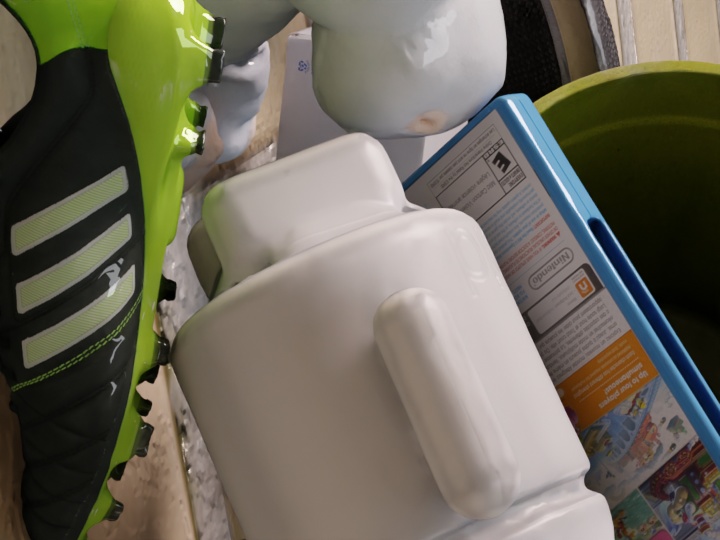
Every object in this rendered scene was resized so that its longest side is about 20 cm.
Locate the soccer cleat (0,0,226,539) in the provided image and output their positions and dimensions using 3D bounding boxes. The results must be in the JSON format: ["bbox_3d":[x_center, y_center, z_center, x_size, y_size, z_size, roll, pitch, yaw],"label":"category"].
[{"bbox_3d":[-0.097,-0.004,0.652,0.068,0.081,0.200,-99,-160,-69],"label":"soccer cleat"}]

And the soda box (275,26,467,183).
[{"bbox_3d":[0.000,0.000,0.850,0.068,0.064,0.200,-36,135,-67],"label":"soda box"}]

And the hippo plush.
[{"bbox_3d":[-0.025,-0.123,0.718,0.159,0.160,0.200,-68,149,-49],"label":"hippo plush"}]

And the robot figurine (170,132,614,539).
[{"bbox_3d":[0.011,0.058,0.671,0.170,0.113,0.200,124,-57,-74],"label":"robot figurine"}]

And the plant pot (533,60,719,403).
[{"bbox_3d":[0.134,0.039,0.912,0.193,0.200,0.201,84,11,-69],"label":"plant pot"}]

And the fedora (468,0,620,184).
[{"bbox_3d":[0.050,-0.112,0.975,0.201,0.091,0.201,161,-90,-83],"label":"fedora"}]

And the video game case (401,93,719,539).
[{"bbox_3d":[0.059,0.060,0.718,0.018,0.143,0.200,-13,68,-49],"label":"video game case"}]

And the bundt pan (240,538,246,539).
[{"bbox_3d":[-0.041,0.192,0.752,0.202,0.076,0.202,-3,90,-70],"label":"bundt pan"}]
